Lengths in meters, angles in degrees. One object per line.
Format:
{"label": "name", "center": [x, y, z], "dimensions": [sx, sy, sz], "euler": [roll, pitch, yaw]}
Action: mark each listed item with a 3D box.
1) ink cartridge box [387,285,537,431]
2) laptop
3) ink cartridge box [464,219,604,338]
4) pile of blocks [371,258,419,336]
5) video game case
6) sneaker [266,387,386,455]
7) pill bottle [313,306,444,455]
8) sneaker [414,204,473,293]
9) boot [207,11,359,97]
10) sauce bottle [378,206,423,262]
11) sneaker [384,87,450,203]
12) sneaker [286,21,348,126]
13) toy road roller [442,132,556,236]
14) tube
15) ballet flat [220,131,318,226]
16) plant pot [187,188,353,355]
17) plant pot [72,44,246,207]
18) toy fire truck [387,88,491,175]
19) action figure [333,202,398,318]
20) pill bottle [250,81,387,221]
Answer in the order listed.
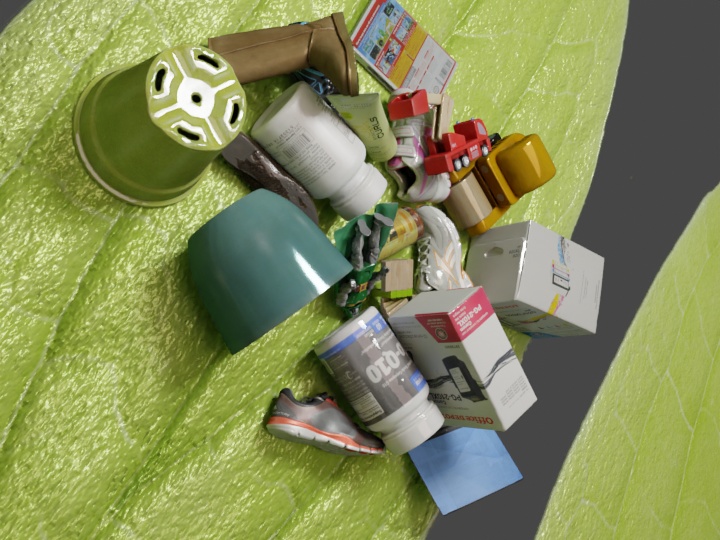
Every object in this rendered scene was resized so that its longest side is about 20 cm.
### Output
{"label": "ink cartridge box", "center": [0.151, 0.133, 1.181], "dimensions": [0.084, 0.144, 0.201], "euler": [-35, 105, -32]}
{"label": "laptop", "center": [0.171, 0.251, 1.273], "dimensions": [0.187, 0.116, 0.201], "euler": [-11, 114, -36]}
{"label": "ink cartridge box", "center": [0.300, 0.021, 1.385], "dimensions": [0.199, 0.147, 0.145], "euler": [22, 71, -30]}
{"label": "pile of blocks", "center": [0.059, 0.069, 1.253], "dimensions": [0.082, 0.062, 0.201], "euler": [-33, 113, -34]}
{"label": "video game case", "center": [0.074, -0.371, 1.364], "dimensions": [0.200, 0.017, 0.143], "euler": [39, 63, -25]}
{"label": "sneaker", "center": [-0.040, 0.221, 1.163], "dimensions": [0.199, 0.077, 0.082], "euler": [24, 64, -31]}
{"label": "pill bottle", "center": [0.030, 0.164, 1.171], "dimensions": [0.114, 0.114, 0.200], "euler": [-35, 91, -33]}
{"label": "sneaker", "center": [0.122, -0.009, 1.312], "dimensions": [0.092, 0.076, 0.201], "euler": [-25, 97, -30]}
{"label": "boot", "center": [-0.108, -0.284, 1.105], "dimensions": [0.199, 0.066, 0.176], "euler": [-12, 46, -2]}
{"label": "sauce bottle", "center": [0.012, -0.038, 1.241], "dimensions": [0.200, 0.066, 0.066], "euler": [-30, 100, -33]}
{"label": "sneaker", "center": [0.082, -0.202, 1.306], "dimensions": [0.088, 0.081, 0.201], "euler": [-20, 94, -37]}
{"label": "sneaker", "center": [-0.062, -0.287, 1.217], "dimensions": [0.073, 0.082, 0.200], "euler": [-48, 111, -32]}
{"label": "toy road roller", "center": [0.243, -0.163, 1.373], "dimensions": [0.200, 0.146, 0.123], "euler": [-42, 106, -32]}
{"label": "tube", "center": [0.011, -0.221, 1.190], "dimensions": [0.058, 0.200, 0.052], "euler": [-40, 71, 1]}
{"label": "ballet flat", "center": [-0.135, -0.128, 1.166], "dimensions": [0.067, 0.046, 0.200], "euler": [-43, 113, 3]}
{"label": "plant pot", "center": [-0.135, -0.011, 1.063], "dimensions": [0.200, 0.200, 0.161], "euler": [-36, 92, -33]}
{"label": "plant pot", "center": [-0.244, -0.196, 1.013], "dimensions": [0.200, 0.184, 0.202], "euler": [6, 80, -34]}
{"label": "toy fire truck", "center": [0.132, -0.229, 1.263], "dimensions": [0.200, 0.049, 0.142], "euler": [-31, 111, -46]}
{"label": "action figure", "center": [0.000, 0.000, 1.170], "dimensions": [0.118, 0.201, 0.055], "euler": [-22, 55, -29]}
{"label": "pill bottle", "center": [-0.057, -0.173, 1.183], "dimensions": [0.200, 0.114, 0.115], "euler": [45, 61, -21]}
